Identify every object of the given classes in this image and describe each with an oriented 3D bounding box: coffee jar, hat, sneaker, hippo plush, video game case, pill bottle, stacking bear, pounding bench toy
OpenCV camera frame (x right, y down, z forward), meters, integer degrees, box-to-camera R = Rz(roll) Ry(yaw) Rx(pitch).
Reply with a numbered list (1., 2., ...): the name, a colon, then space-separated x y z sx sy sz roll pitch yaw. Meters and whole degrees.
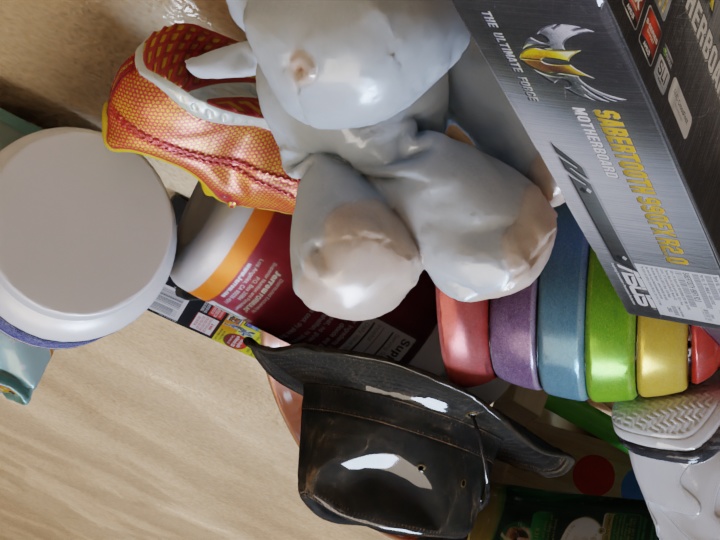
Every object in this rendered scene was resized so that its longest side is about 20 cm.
1. coffee jar: 0.135 0.178 0.921 0.199 0.086 0.104 4 159 23
2. hat: 0.013 0.106 0.858 0.200 0.081 0.201 20 168 4
3. sneaker: -0.037 -0.062 0.795 0.199 0.073 0.077 23 136 -24
4. hippo plush: 0.014 -0.099 0.614 0.159 0.201 0.161 -22 143 -6
5. sneaker: 0.235 0.106 0.797 0.199 0.116 0.075 -8 -169 21
6. video game case: -0.075 0.022 1.146 0.180 0.026 0.200 25 158 -8
7. pill bottle: 0.000 0.000 0.893 0.199 0.113 0.113 28 159 -18
8. stacking bear: 0.147 0.011 0.784 0.199 0.114 0.121 3 -165 15
9. pill bottle: -0.164 -0.016 0.862 0.115 0.116 0.200 26 170 -12
10. pounding bench toy: 0.168 0.126 1.020 0.155 0.125 0.200 16 159 15

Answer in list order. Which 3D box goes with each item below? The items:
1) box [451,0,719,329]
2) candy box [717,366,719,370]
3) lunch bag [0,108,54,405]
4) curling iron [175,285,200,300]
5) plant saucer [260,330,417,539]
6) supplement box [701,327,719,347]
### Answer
1. box: 0.103 -0.094 0.490 0.048 0.159 0.200 10 157 29
2. candy box: 0.295 0.088 0.900 0.199 0.057 0.117 19 159 3
3. lunch bag: -0.273 -0.030 0.998 0.199 0.171 0.122 29 170 -20
4. curling iron: -0.073 -0.001 1.032 0.050 0.026 0.200 52 151 -13
5. plant saucer: 0.007 0.090 1.041 0.200 0.032 0.201 36 142 34
6. supplement box: 0.253 -0.006 0.631 0.199 0.111 0.086 -3 148 48
